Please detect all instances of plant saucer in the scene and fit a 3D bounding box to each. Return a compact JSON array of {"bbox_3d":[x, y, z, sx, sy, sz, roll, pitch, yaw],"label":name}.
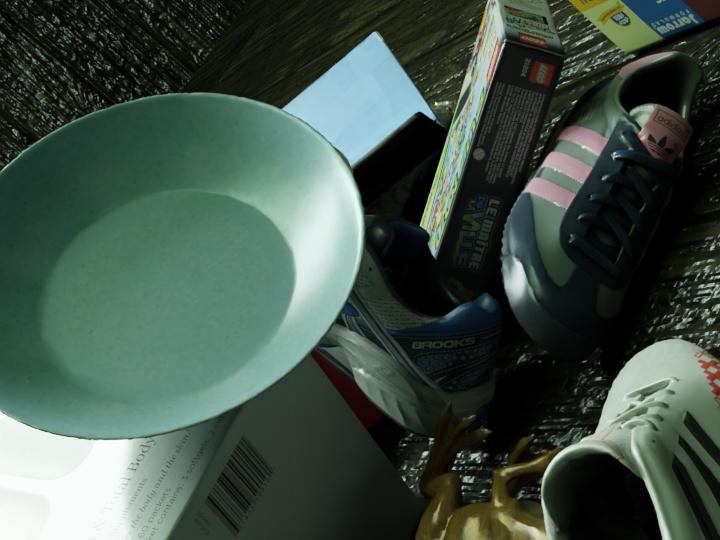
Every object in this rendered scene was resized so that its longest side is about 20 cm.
[{"bbox_3d":[-0.093,0.002,0.674,0.198,0.039,0.203,-6,51,7],"label":"plant saucer"}]

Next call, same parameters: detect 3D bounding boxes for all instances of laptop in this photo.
[{"bbox_3d":[-0.045,-0.082,1.028,0.187,0.116,0.200,-39,-7,9],"label":"laptop"}]

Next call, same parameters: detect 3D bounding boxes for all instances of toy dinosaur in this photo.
[{"bbox_3d":[0.039,0.119,0.634,0.200,0.060,0.107,-35,23,45],"label":"toy dinosaur"}]

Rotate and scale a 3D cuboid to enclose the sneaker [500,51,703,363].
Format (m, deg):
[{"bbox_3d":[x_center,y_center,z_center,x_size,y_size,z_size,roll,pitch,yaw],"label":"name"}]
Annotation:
[{"bbox_3d":[0.126,-0.043,0.731,0.082,0.070,0.201,-42,19,42],"label":"sneaker"}]

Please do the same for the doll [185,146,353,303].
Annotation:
[{"bbox_3d":[-0.096,-0.016,0.748,0.198,0.049,0.137,-19,31,-5],"label":"doll"}]

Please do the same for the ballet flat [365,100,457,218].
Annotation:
[{"bbox_3d":[0.014,-0.068,1.110,0.201,0.064,0.076,-59,8,-29],"label":"ballet flat"}]

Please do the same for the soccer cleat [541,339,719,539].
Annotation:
[{"bbox_3d":[0.101,0.075,0.512,0.069,0.085,0.201,-42,18,27],"label":"soccer cleat"}]

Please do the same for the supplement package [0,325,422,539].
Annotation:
[{"bbox_3d":[-0.107,0.128,0.733,0.198,0.151,0.153,2,50,39],"label":"supplement package"}]

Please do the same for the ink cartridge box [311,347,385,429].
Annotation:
[{"bbox_3d":[-0.065,0.091,0.945,0.200,0.084,0.176,-41,20,32],"label":"ink cartridge box"}]

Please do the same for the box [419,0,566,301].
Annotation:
[{"bbox_3d":[0.066,-0.050,0.827,0.110,0.034,0.202,-87,12,-65],"label":"box"}]

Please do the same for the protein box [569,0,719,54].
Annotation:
[{"bbox_3d":[0.178,-0.281,0.882,0.201,0.198,0.135,-56,16,-18],"label":"protein box"}]

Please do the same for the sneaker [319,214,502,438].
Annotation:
[{"bbox_3d":[0.000,0.000,0.781,0.077,0.199,0.086,-24,-41,-49],"label":"sneaker"}]
